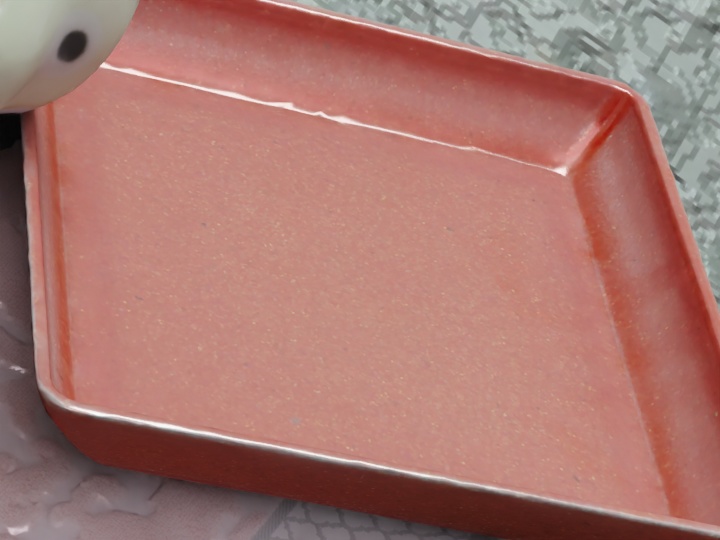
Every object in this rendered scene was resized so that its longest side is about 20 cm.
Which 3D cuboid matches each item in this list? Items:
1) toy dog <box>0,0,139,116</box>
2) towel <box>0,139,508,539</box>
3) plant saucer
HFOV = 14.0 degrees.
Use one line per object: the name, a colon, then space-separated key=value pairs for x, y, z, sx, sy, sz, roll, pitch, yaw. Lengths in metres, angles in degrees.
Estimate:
toy dog: x=-0.137 y=-0.116 z=0.709 sx=0.200 sy=0.139 sz=0.194 roll=48 pitch=28 yaw=-22
towel: x=-0.064 y=0.065 z=0.743 sx=0.190 sy=0.032 sz=0.200 roll=30 pitch=44 yaw=10
plant saucer: x=0.000 y=0.000 z=0.786 sx=0.199 sy=0.037 sz=0.200 roll=13 pitch=36 yaw=-19
